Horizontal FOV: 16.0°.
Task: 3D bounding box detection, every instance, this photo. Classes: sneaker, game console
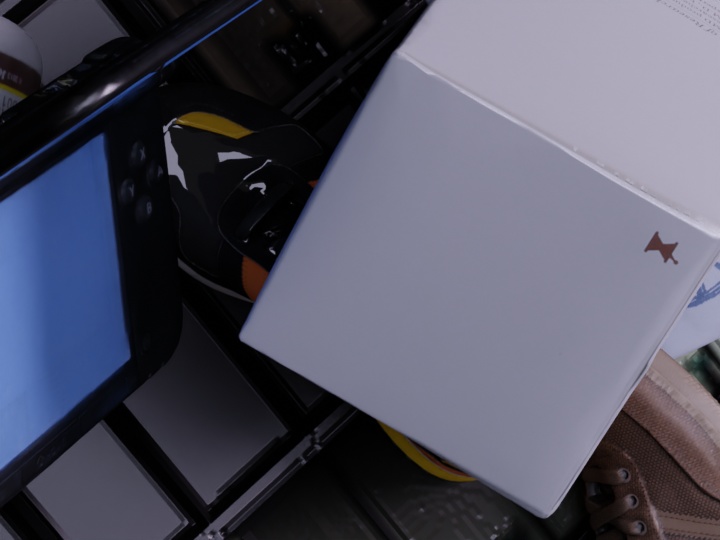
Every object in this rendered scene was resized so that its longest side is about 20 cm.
[{"bbox_3d":[0.123,0.110,0.970,0.076,0.070,0.200,-39,99,-17],"label":"sneaker"},{"bbox_3d":[-0.073,-0.009,0.795,0.200,0.116,0.176,-42,133,-55],"label":"game console"},{"bbox_3d":[0.000,0.000,0.922,0.200,0.090,0.070,43,75,-13],"label":"sneaker"}]

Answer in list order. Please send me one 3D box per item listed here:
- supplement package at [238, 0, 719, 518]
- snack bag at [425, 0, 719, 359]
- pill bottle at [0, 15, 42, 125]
[{"bbox_3d":[0.059,-0.033,0.853,0.117,0.200,0.117,31,117,0],"label":"supplement package"},{"bbox_3d":[0.134,-0.082,0.935,0.189,0.021,0.200,-30,103,26],"label":"snack bag"},{"bbox_3d":[-0.175,0.009,0.849,0.109,0.109,0.200,13,82,-18],"label":"pill bottle"}]
